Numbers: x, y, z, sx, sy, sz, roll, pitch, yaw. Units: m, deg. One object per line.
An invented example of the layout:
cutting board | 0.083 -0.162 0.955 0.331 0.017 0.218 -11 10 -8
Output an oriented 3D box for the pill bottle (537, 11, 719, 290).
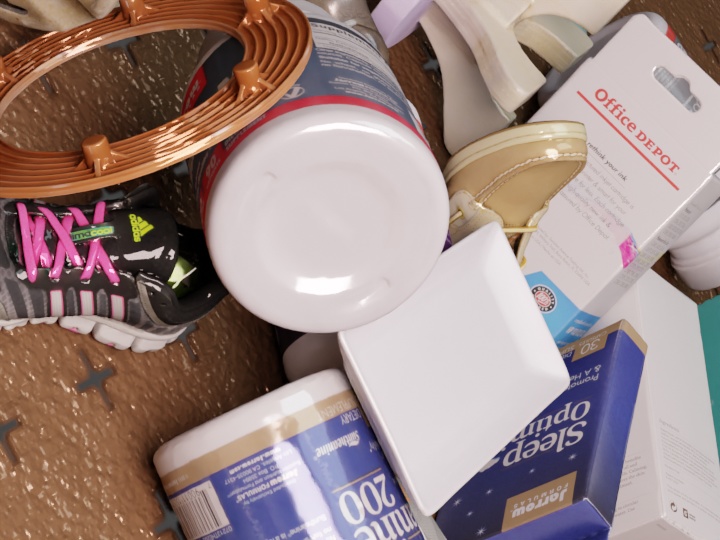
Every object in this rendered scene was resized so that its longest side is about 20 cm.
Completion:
pill bottle | 0.235 -0.089 1.617 0.200 0.116 0.116 52 33 -17

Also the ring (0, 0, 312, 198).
ring | -0.121 -0.096 1.046 0.200 0.200 0.019 -64 143 -52

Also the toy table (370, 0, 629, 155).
toy table | 0.094 -0.174 1.440 0.117 0.184 0.200 45 38 2

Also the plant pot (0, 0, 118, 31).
plant pot | -0.147 -0.231 1.080 0.200 0.200 0.184 44 56 -27

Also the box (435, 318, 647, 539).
box | 0.105 0.121 1.270 0.032 0.121 0.200 48 34 -23

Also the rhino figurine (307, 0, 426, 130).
rhino figurine | -0.014 -0.140 1.353 0.200 0.060 0.087 63 21 -5

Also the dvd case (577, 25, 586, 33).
dvd case | 0.111 -0.271 1.664 0.200 0.022 0.146 34 42 -36

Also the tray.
tray | 0.048 0.049 1.129 0.200 0.022 0.107 -33 99 -57

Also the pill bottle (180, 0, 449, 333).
pill bottle | -0.031 -0.065 1.084 0.120 0.120 0.200 44 12 -27

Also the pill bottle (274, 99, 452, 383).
pill bottle | 0.000 0.000 1.219 0.112 0.112 0.200 14 55 -50

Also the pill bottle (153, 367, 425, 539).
pill bottle | -0.017 0.160 1.077 0.111 0.111 0.200 -19 83 -58

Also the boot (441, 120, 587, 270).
boot | 0.082 0.011 1.257 0.073 0.200 0.156 3 65 -34

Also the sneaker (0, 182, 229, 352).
sneaker | -0.138 -0.010 1.055 0.200 0.087 0.074 18 53 -48

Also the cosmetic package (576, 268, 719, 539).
cosmetic package | 0.170 0.106 1.389 0.085 0.108 0.200 33 43 -38

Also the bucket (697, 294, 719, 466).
bucket | 0.285 0.118 1.462 0.135 0.207 0.207 32 43 -30

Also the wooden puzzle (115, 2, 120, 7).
wooden puzzle | -0.185 -0.237 1.213 0.200 0.037 0.185 54 33 -5

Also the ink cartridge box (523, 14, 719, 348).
ink cartridge box | 0.154 -0.054 1.363 0.115 0.200 0.068 47 10 17

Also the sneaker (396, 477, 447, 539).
sneaker | 0.040 0.201 1.168 0.079 0.074 0.200 -3 69 -61
